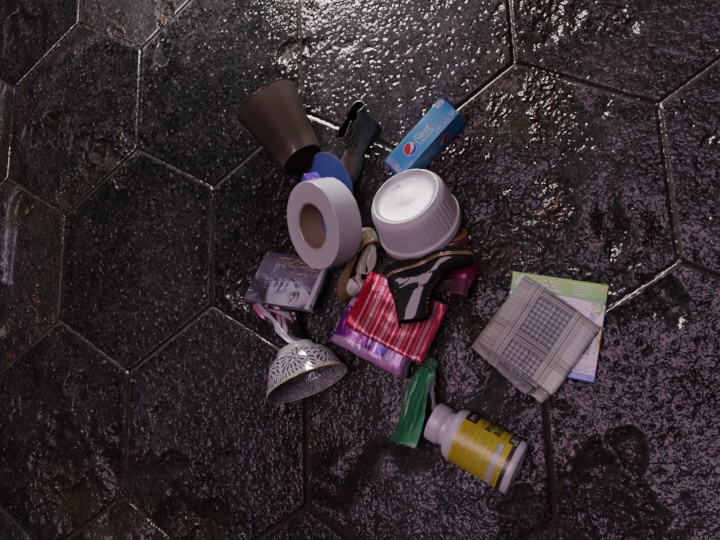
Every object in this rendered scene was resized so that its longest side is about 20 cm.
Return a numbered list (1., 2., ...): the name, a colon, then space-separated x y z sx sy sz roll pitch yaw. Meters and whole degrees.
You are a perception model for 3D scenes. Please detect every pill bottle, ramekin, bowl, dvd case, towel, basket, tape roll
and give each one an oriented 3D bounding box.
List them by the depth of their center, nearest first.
1. towel: 0.353 0.140 1.235 0.192 0.034 0.201 38 97 24
2. pill bottle: 0.235 0.360 1.250 0.198 0.111 0.113 25 91 25
3. towel: 0.077 0.099 1.336 0.198 0.023 0.146 25 79 19
4. ramekin: 0.117 -0.132 1.350 0.197 0.105 0.202 -17 48 19
5. tape roll: -0.086 -0.107 1.383 0.201 0.070 0.206 22 120 44
6. bowl: -0.137 0.221 1.392 0.199 0.200 0.095 -31 66 15
7. dvd case: -0.179 0.025 1.510 0.197 0.016 0.150 8 58 24
8. basket: -0.198 -0.361 1.560 0.179 0.136 0.202 -34 73 9

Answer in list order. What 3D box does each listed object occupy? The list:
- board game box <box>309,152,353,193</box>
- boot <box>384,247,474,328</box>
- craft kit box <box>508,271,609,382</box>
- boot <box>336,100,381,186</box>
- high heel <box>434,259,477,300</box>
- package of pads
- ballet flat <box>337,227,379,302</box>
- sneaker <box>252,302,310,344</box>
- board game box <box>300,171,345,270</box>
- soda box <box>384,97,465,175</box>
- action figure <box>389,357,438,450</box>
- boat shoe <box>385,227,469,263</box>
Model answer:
1. board game box: -0.069 -0.194 1.493 0.158 0.039 0.202 47 135 28
2. boot: 0.159 0.038 1.297 0.197 0.077 0.140 -17 67 16
3. craft kit box: 0.401 0.115 1.259 0.197 0.048 0.201 9 87 25
4. boot: -0.029 -0.305 1.472 0.067 0.130 0.202 26 91 25
5. high heel: 0.169 0.010 1.382 0.197 0.068 0.097 11 61 26
6. package of pads: 0.043 0.153 1.391 0.198 0.076 0.122 25 87 25
7. ballet flat: 0.000 0.000 1.412 0.072 0.067 0.202 43 118 48
8. sneaker: -0.179 0.119 1.496 0.199 0.080 0.087 40 87 18
9. board game box: -0.089 -0.122 1.475 0.201 0.044 0.135 52 138 23
10. soda box: 0.152 -0.302 1.427 0.200 0.068 0.064 -46 66 10
11. action figure: 0.131 0.288 1.328 0.118 0.054 0.203 -11 55 62
12. boat shoe: 0.158 -0.043 1.386 0.197 0.071 0.071 -13 113 24
